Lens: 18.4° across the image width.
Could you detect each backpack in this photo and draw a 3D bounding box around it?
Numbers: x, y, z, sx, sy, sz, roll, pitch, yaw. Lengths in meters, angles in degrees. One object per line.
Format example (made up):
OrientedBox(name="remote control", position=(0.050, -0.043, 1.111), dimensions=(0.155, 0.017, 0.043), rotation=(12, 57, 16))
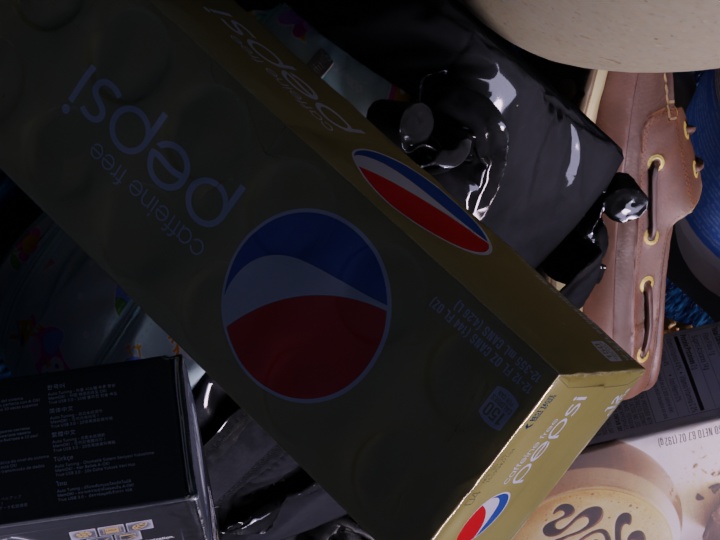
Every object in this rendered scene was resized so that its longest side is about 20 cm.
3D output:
OrientedBox(name="backpack", position=(-0.023, -0.003, 0.732), dimensions=(0.200, 0.127, 0.167), rotation=(-48, 148, 9))

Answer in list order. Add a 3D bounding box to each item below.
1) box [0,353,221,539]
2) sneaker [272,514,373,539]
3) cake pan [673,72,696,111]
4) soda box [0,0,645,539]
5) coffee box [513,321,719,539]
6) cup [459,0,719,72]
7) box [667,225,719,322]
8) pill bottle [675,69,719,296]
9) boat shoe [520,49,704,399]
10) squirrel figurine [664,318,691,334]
OrientedBox(name="box", position=(-0.140, 0.091, 0.640), dimensions=(0.200, 0.044, 0.160), rotation=(-8, 152, -2))
OrientedBox(name="sneaker", position=(0.002, 0.084, 0.807), dimensions=(0.079, 0.074, 0.200), rotation=(-32, -166, 38))
OrientedBox(name="cake pan", position=(0.071, -0.024, 1.004), dimensions=(0.200, 0.037, 0.200), rotation=(-39, 159, -19))
OrientedBox(name="soda box", position=(-0.024, -0.012, 0.603), dimensions=(0.068, 0.200, 0.064), rotation=(-54, 158, 17))
OrientedBox(name="coffee box", position=(0.139, 0.096, 0.999), dimensions=(0.200, 0.080, 0.113), rotation=(-13, 118, 3))
OrientedBox(name="cup", position=(0.091, -0.137, 0.652), dimensions=(0.200, 0.200, 0.143), rotation=(-33, 173, -33))
OrientedBox(name="box", position=(0.252, -0.079, 1.209), dimensions=(0.200, 0.079, 0.141), rotation=(-39, 161, -20))
OrientedBox(name="pill bottle", position=(0.195, -0.055, 0.969), dimensions=(0.112, 0.112, 0.200), rotation=(-40, 167, -18))
OrientedBox(name="boat shoe", position=(0.099, -0.043, 0.881), dimensions=(0.067, 0.072, 0.200), rotation=(5, 99, -20))
OrientedBox(name="squirrel figurine", position=(0.128, 0.113, 1.124), dimensions=(0.200, 0.187, 0.142), rotation=(-47, 163, -3))
